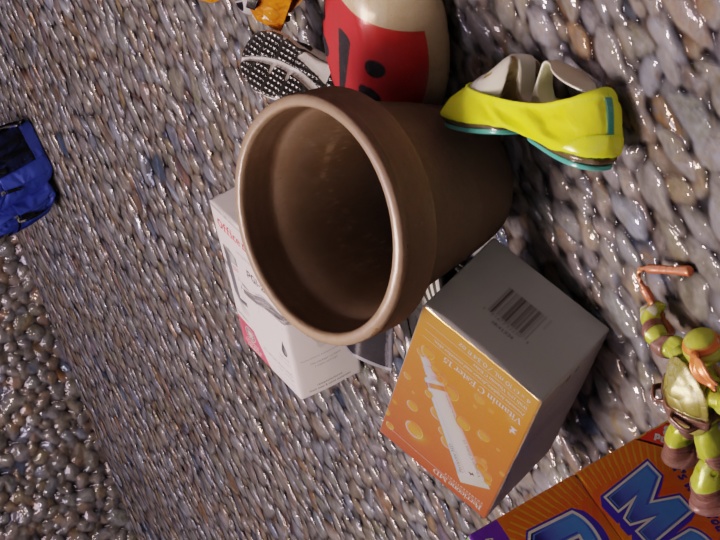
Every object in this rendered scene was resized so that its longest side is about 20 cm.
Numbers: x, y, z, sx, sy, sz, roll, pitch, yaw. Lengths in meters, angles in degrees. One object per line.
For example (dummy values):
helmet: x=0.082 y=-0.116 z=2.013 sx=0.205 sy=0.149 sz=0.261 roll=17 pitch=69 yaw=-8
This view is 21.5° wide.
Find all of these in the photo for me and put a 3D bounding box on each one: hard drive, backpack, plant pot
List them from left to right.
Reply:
backpack: x=-0.600 y=-0.133 z=3.043 sx=0.169 sy=0.199 sz=0.162 roll=63 pitch=160 yaw=3
hard drive: x=0.000 y=0.000 z=1.756 sx=0.200 sy=0.042 sz=0.136 roll=-112 pitch=22 yaw=-69
plant pot: x=0.025 y=-0.056 z=1.513 sx=0.199 sy=0.174 sz=0.202 roll=19 pitch=117 yaw=44

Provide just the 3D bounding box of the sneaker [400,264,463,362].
sneaker: x=0.088 y=0.081 z=1.711 sx=0.115 sy=0.075 sz=0.202 roll=17 pitch=127 yaw=67

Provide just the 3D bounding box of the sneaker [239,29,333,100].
sneaker: x=-0.017 y=-0.157 z=1.724 sx=0.200 sy=0.080 sz=0.074 roll=39 pitch=106 yaw=30

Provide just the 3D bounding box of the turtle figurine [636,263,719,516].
turtle figurine: x=0.246 y=0.100 z=1.342 sx=0.200 sy=0.064 sz=0.162 roll=45 pitch=153 yaw=44

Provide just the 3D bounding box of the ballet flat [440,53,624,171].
ballet flat: x=0.127 y=-0.124 z=1.394 sx=0.200 sy=0.066 sz=0.068 roll=26 pitch=117 yaw=57

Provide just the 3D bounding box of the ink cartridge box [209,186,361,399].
ink cartridge box: x=-0.080 y=0.015 z=2.056 sx=0.146 sy=0.084 sz=0.201 roll=41 pitch=148 yaw=48

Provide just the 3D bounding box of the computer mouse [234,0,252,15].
computer mouse: x=-0.128 y=-0.341 z=1.794 sx=0.110 sy=0.044 sz=0.202 roll=-151 pitch=38 yaw=-75

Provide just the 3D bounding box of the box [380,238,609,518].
box: x=0.107 y=0.092 z=1.569 sx=0.124 sy=0.097 sz=0.201 roll=38 pitch=147 yaw=15

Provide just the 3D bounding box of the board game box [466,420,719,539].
board game box: x=0.204 y=0.278 z=1.469 sx=0.201 sy=0.199 sz=0.201 roll=55 pitch=159 yaw=24

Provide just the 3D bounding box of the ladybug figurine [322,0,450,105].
ladybug figurine: x=0.016 y=-0.191 z=1.564 sx=0.136 sy=0.071 sz=0.201 roll=51 pitch=157 yaw=32

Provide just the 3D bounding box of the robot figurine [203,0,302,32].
robot figurine: x=-0.092 y=-0.295 z=1.669 sx=0.144 sy=0.059 sz=0.200 roll=20 pitch=148 yaw=-5
